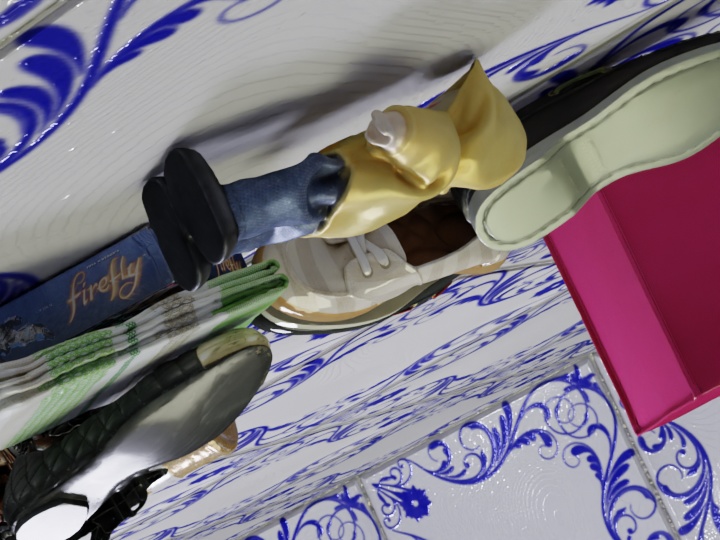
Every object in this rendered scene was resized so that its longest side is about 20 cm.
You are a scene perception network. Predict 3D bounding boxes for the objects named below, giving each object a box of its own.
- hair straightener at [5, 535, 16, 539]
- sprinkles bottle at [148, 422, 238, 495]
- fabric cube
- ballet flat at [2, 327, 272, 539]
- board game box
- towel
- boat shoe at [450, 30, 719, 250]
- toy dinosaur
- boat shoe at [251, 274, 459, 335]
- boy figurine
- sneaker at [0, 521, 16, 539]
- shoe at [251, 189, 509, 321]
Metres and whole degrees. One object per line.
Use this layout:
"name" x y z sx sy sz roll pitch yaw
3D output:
"hair straightener" -0.169 0.129 1.332 0.200 0.041 0.077 -31 144 -47
"sprinkles bottle" -0.196 0.157 1.560 0.199 0.069 0.068 -29 170 16
"fabric cube" 0.278 -0.010 1.501 0.198 0.197 0.200 -24 171 -9
"ballet flat" -0.129 0.084 1.073 0.199 0.057 0.066 -35 143 24
"board game box" -0.168 0.039 1.078 0.199 0.035 0.135 -28 171 13
"towel" -0.146 0.052 1.035 0.199 0.031 0.149 -23 173 -27
"boat shoe" 0.143 -0.089 1.140 0.200 0.061 0.072 -29 131 -2
"toy dinosaur" -0.190 0.112 1.230 0.200 0.103 0.135 -41 -166 -26
"boat shoe" 0.001 0.002 1.205 0.201 0.074 0.063 -23 164 -44
"boy figurine" 0.000 -0.052 0.936 0.199 0.065 0.124 -22 170 -27
"sneaker" -0.237 0.155 1.357 0.070 0.078 0.200 -33 -169 34
"shoe" 0.021 -0.021 1.154 0.199 0.070 0.053 -14 156 -40
